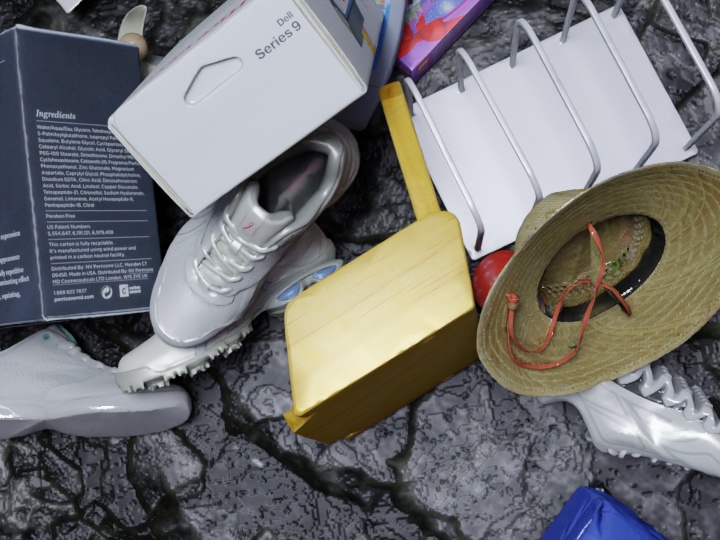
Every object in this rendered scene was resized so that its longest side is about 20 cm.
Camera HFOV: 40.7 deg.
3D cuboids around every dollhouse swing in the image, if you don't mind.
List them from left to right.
[{"bbox_3d":[0.000,0.000,0.700,0.182,0.200,0.176,-32,75,1],"label":"dollhouse swing"}]

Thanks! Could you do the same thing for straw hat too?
[{"bbox_3d":[0.154,-0.013,0.664,0.201,0.201,0.085,-28,42,2],"label":"straw hat"}]

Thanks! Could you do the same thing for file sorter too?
[{"bbox_3d":[0.145,-0.118,0.736,0.200,0.125,0.139,-26,81,2],"label":"file sorter"}]

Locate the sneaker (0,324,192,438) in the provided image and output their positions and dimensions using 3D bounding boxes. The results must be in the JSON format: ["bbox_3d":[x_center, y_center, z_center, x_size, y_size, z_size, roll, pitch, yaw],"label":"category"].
[{"bbox_3d":[-0.234,0.085,0.781,0.200,0.075,0.089,0,63,3],"label":"sneaker"}]

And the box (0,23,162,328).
[{"bbox_3d":[-0.240,-0.059,0.720,0.148,0.107,0.200,-7,89,39],"label":"box"}]

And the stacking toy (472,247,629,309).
[{"bbox_3d":[0.183,-0.010,0.741,0.200,0.085,0.085,-17,82,4],"label":"stacking toy"}]

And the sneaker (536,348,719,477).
[{"bbox_3d":[0.222,0.114,0.735,0.200,0.075,0.081,35,101,11],"label":"sneaker"}]

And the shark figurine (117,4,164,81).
[{"bbox_3d":[-0.134,-0.130,0.792,0.214,0.089,0.128,41,122,16],"label":"shark figurine"}]

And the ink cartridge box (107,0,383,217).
[{"bbox_3d":[-0.069,-0.141,0.657,0.145,0.200,0.088,-34,109,19],"label":"ink cartridge box"}]

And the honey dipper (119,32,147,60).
[{"bbox_3d":[-0.195,-0.088,0.769,0.038,0.038,0.200,18,110,7],"label":"honey dipper"}]

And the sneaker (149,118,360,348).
[{"bbox_3d":[-0.081,-0.028,0.664,0.078,0.099,0.200,38,94,-3],"label":"sneaker"}]

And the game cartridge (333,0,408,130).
[{"bbox_3d":[-0.030,-0.211,0.750,0.133,0.040,0.200,8,115,0],"label":"game cartridge"}]

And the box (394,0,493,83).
[{"bbox_3d":[0.062,-0.274,0.805,0.137,0.039,0.200,44,89,9],"label":"box"}]

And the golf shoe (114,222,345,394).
[{"bbox_3d":[-0.112,0.017,0.750,0.200,0.078,0.097,-32,95,-21],"label":"golf shoe"}]

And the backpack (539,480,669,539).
[{"bbox_3d":[0.201,0.276,0.666,0.200,0.168,0.163,36,94,5],"label":"backpack"}]

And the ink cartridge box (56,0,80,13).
[{"bbox_3d":[-0.217,-0.336,0.839,0.200,0.050,0.161,-41,82,3],"label":"ink cartridge box"}]
